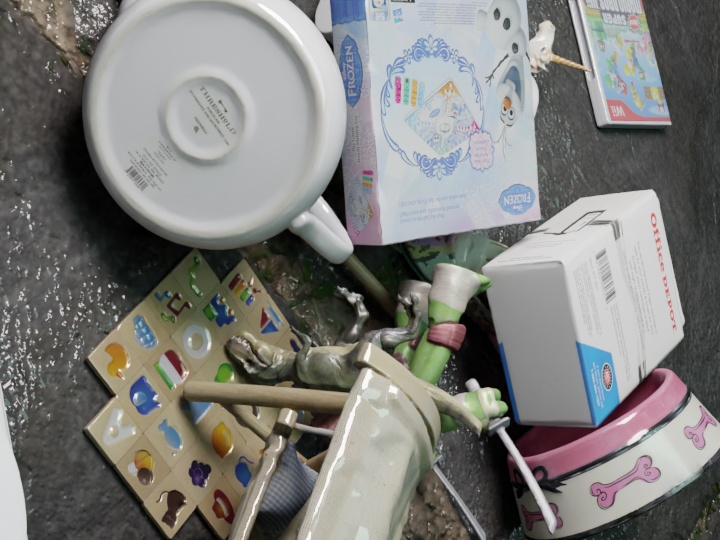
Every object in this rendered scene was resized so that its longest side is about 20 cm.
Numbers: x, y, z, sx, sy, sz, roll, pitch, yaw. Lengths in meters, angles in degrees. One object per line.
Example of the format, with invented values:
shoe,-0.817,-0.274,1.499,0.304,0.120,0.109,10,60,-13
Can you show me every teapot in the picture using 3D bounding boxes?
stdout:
teapot,-0.095,-0.112,0.912,0.146,0.194,0.203,-68,164,-79

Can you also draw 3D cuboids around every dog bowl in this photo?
dog bowl,0.215,0.156,1.113,0.199,0.199,0.074,-30,91,-46

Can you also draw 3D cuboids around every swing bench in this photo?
swing bench,-0.048,0.176,0.818,0.130,0.198,0.201,43,53,-30

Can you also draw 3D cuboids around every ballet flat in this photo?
ballet flat,0.119,0.017,1.146,0.200,0.071,0.070,47,47,-25

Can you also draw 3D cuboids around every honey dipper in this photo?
honey dipper,0.000,0.000,1.056,0.200,0.038,0.038,46,49,-30

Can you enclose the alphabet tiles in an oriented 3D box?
alphabet tiles,-0.112,0.088,0.930,0.167,0.006,0.200,56,45,-18

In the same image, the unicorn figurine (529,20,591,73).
unicorn figurine,0.130,-0.272,1.261,0.198,0.074,0.140,5,83,-30

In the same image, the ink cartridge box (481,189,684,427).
ink cartridge box,0.201,0.029,1.119,0.199,0.083,0.148,-30,110,-50

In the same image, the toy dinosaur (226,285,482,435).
toy dinosaur,0.004,0.059,0.945,0.048,0.197,0.089,68,37,-65

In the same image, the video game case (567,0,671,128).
video game case,0.292,-0.262,1.456,0.142,0.017,0.203,-6,82,-47

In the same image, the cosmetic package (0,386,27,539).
cosmetic package,-0.278,0.130,0.601,0.164,0.199,0.167,-6,81,-46

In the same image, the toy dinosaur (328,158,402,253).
toy dinosaur,-0.011,-0.107,1.041,0.077,0.101,0.201,-53,126,-30

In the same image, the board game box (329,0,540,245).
board game box,0.064,-0.130,1.014,0.198,0.043,0.202,-9,96,-45

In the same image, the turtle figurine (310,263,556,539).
turtle figurine,0.071,0.108,1.007,0.144,0.197,0.197,68,34,-68

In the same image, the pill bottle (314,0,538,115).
pill bottle,0.057,-0.184,1.117,0.199,0.110,0.112,36,54,-33
